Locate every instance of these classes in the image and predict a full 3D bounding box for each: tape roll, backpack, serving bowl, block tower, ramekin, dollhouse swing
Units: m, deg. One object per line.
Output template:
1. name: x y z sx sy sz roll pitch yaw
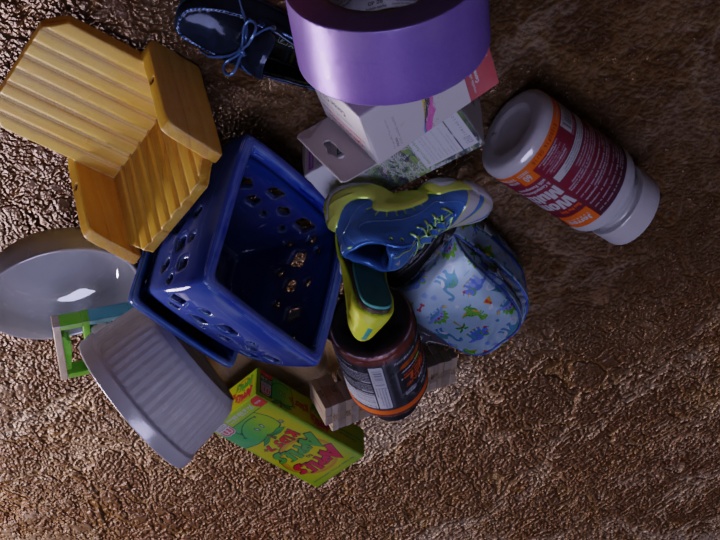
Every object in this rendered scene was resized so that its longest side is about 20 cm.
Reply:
1. tape roll: 0.028 -0.256 1.157 0.196 0.202 0.086 -6 135 5
2. backpack: 0.120 0.012 1.475 0.163 0.155 0.199 -39 136 23
3. serving bowl: -0.378 0.006 1.481 0.197 0.067 0.201 -15 151 -8
4. block tower: 0.031 0.148 1.589 0.197 0.058 0.055 -18 138 -18
5. ramekin: -0.245 0.135 1.470 0.105 0.200 0.201 -39 129 -3
6. dollhouse swing: -0.287 -0.143 1.296 0.174 0.184 0.200 12 137 -41

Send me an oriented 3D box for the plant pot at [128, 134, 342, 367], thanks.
1. plant pot: -0.147 -0.008 1.386 0.178 0.203 0.199 -13 142 41

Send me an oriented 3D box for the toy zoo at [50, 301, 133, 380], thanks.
1. toy zoo: -0.303 0.084 1.564 0.197 0.021 0.132 -11 147 -16

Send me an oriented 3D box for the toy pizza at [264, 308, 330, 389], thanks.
1. toy pizza: -0.039 0.109 1.628 0.197 0.032 0.202 -1 135 -1

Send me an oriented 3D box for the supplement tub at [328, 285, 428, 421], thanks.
1. supplement tub: 0.027 0.109 1.450 0.105 0.108 0.201 -7 147 6

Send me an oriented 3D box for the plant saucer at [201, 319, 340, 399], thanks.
1. plant saucer: -0.117 0.125 1.594 0.197 0.036 0.202 -1 135 -1

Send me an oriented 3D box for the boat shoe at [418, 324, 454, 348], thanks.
1. boat shoe: 0.069 0.059 1.556 0.198 0.073 0.063 25 133 -17

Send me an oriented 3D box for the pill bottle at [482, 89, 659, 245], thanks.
1. pill bottle: 0.244 -0.114 1.362 0.198 0.111 0.109 29 128 -26

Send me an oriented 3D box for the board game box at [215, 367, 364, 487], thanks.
1. board game box: -0.099 0.219 1.628 0.199 0.048 0.101 34 125 -30

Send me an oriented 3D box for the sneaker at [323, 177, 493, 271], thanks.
1. sneaker: 0.058 -0.043 1.329 0.196 0.106 0.076 -3 147 -9

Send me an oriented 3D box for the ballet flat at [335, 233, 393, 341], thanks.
1. ballet flat: 0.000 0.000 1.361 0.066 0.202 0.068 8 131 -13

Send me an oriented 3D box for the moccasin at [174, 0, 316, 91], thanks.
1. moccasin: -0.100 -0.242 1.260 0.197 0.069 0.081 11 133 -11

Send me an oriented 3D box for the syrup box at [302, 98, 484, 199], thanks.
1. syrup box: 0.035 -0.150 1.343 0.198 0.082 0.079 -25 132 23

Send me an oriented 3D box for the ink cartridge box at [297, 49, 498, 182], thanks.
1. ink cartridge box: 0.028 -0.189 1.224 0.199 0.116 0.068 -35 134 -10
